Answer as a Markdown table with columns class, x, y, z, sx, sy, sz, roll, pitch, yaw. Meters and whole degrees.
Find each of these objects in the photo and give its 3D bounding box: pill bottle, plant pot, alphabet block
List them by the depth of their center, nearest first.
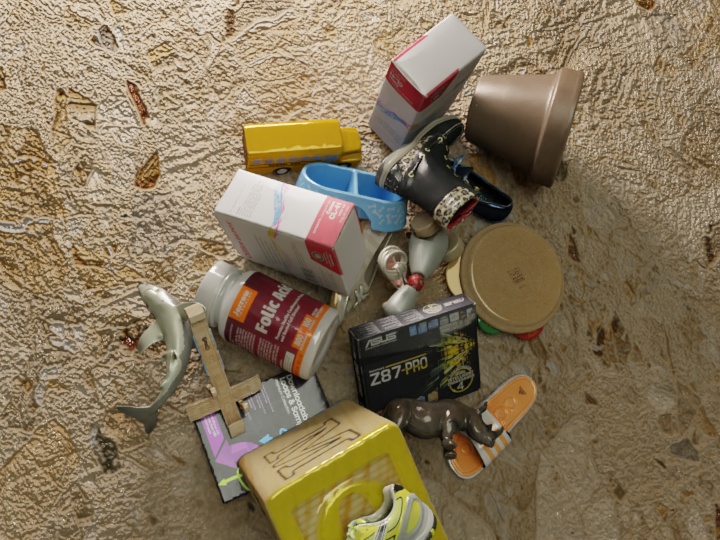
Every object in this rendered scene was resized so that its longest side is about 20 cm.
| class | x | y | z | sx | sy | sz | roll | pitch | yaw |
| --- | --- | --- | --- | --- | --- | --- | --- | --- | --- |
| alphabet block | -0.029 | 0.314 | 0.960 | 0.195 | 0.200 | 0.197 | -28 | 97 | -17 |
| pill bottle | -0.141 | 0.070 | 1.059 | 0.198 | 0.114 | 0.115 | 25 | 70 | 8 |
| plant pot | 0.279 | -0.263 | 1.238 | 0.173 | 0.201 | 0.202 | 16 | 70 | 12 |

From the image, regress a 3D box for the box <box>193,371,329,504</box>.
| class | x | y | z | sx | sy | sz | roll | pitch | yaw |
| --- | --- | --- | --- | --- | --- | --- | --- | --- | --- |
| box | -0.138 | 0.240 | 1.065 | 0.198 | 0.036 | 0.144 | -21 | 81 | -19 |

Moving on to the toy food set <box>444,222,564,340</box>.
| class | x | y | z | sx | sy | sz | roll | pitch | yaw |
| --- | --- | --- | --- | --- | --- | --- | --- | --- | --- |
| toy food set | 0.257 | 0.017 | 1.211 | 0.200 | 0.049 | 0.198 | -42 | 87 | -20 |

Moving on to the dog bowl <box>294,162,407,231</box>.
| class | x | y | z | sx | sy | sz | roll | pitch | yaw |
| --- | --- | --- | --- | --- | --- | --- | --- | --- | --- |
| dog bowl | -0.013 | -0.124 | 1.157 | 0.197 | 0.050 | 0.112 | 11 | 34 | -9 |

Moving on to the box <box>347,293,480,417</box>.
| class | x | y | z | sx | sy | sz | roll | pitch | yaw |
| --- | --- | --- | --- | --- | --- | --- | --- | --- | --- |
| box | 0.087 | 0.139 | 1.096 | 0.198 | 0.049 | 0.163 | -15 | 114 | -17 |

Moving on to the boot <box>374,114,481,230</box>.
| class | x | y | z | sx | sy | sz | roll | pitch | yaw |
| --- | --- | --- | --- | --- | --- | --- | --- | --- | --- |
| boot | 0.140 | -0.159 | 1.149 | 0.153 | 0.074 | 0.203 | 39 | 58 | 21 |

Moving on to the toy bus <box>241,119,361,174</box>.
| class | x | y | z | sx | sy | sz | roll | pitch | yaw |
| --- | --- | --- | --- | --- | --- | --- | --- | --- | --- |
| toy bus | -0.095 | -0.207 | 1.177 | 0.197 | 0.078 | 0.066 | -7 | 76 | -14 |

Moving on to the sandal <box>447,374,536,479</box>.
| class | x | y | z | sx | sy | sz | roll | pitch | yaw |
| --- | --- | --- | --- | --- | --- | --- | --- | --- | --- |
| sandal | 0.215 | 0.239 | 1.132 | 0.079 | 0.059 | 0.207 | 45 | 70 | 3 |

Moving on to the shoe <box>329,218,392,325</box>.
| class | x | y | z | sx | sy | sz | roll | pitch | yaw |
| --- | --- | --- | --- | --- | --- | --- | --- | --- | --- |
| shoe | 0.000 | 0.000 | 1.142 | 0.053 | 0.070 | 0.202 | 16 | 68 | 13 |

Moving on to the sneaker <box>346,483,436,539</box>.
| class | x | y | z | sx | sy | sz | roll | pitch | yaw |
| --- | --- | --- | --- | --- | --- | --- | --- | --- | --- |
| sneaker | 0.000 | 0.339 | 0.834 | 0.200 | 0.075 | 0.077 | -43 | 95 | -26 |

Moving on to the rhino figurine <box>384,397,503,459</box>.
| class | x | y | z | sx | sy | sz | roll | pitch | yaw |
| --- | --- | --- | --- | --- | --- | --- | --- | --- | --- |
| rhino figurine | 0.126 | 0.233 | 1.064 | 0.197 | 0.060 | 0.088 | 4 | 50 | -14 |

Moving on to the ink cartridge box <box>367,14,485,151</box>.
| class | x | y | z | sx | sy | sz | roll | pitch | yaw |
| --- | --- | --- | --- | --- | --- | --- | --- | --- | --- |
| ink cartridge box | 0.104 | -0.303 | 1.177 | 0.147 | 0.200 | 0.086 | -42 | 86 | -20 |

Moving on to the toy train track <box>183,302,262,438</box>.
| class | x | y | z | sx | sy | sz | roll | pitch | yaw |
| --- | --- | --- | --- | --- | --- | --- | --- | --- | --- |
| toy train track | -0.202 | 0.144 | 1.000 | 0.114 | 0.032 | 0.202 | -23 | 103 | -23 |

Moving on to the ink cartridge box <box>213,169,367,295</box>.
| class | x | y | z | sx | sy | sz | roll | pitch | yaw |
| --- | --- | --- | --- | --- | --- | --- | --- | --- | --- |
| ink cartridge box | -0.099 | -0.057 | 1.064 | 0.198 | 0.148 | 0.086 | 20 | 67 | 18 |

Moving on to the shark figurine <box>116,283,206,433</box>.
| class | x | y | z | sx | sy | sz | roll | pitch | yaw |
| --- | --- | --- | --- | --- | --- | --- | --- | --- | --- |
| shark figurine | -0.270 | 0.126 | 1.038 | 0.126 | 0.090 | 0.217 | -4 | 73 | 16 |

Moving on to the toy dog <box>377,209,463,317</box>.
| class | x | y | z | sx | sy | sz | roll | pitch | yaw |
| --- | --- | --- | --- | --- | --- | --- | --- | --- | --- |
| toy dog | 0.080 | -0.012 | 1.153 | 0.200 | 0.096 | 0.133 | -38 | 115 | -34 |

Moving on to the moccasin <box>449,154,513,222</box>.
| class | x | y | z | sx | sy | sz | roll | pitch | yaw |
| --- | --- | --- | --- | --- | --- | --- | --- | --- | --- |
| moccasin | 0.179 | -0.159 | 1.230 | 0.198 | 0.068 | 0.081 | 24 | 71 | -3 |
